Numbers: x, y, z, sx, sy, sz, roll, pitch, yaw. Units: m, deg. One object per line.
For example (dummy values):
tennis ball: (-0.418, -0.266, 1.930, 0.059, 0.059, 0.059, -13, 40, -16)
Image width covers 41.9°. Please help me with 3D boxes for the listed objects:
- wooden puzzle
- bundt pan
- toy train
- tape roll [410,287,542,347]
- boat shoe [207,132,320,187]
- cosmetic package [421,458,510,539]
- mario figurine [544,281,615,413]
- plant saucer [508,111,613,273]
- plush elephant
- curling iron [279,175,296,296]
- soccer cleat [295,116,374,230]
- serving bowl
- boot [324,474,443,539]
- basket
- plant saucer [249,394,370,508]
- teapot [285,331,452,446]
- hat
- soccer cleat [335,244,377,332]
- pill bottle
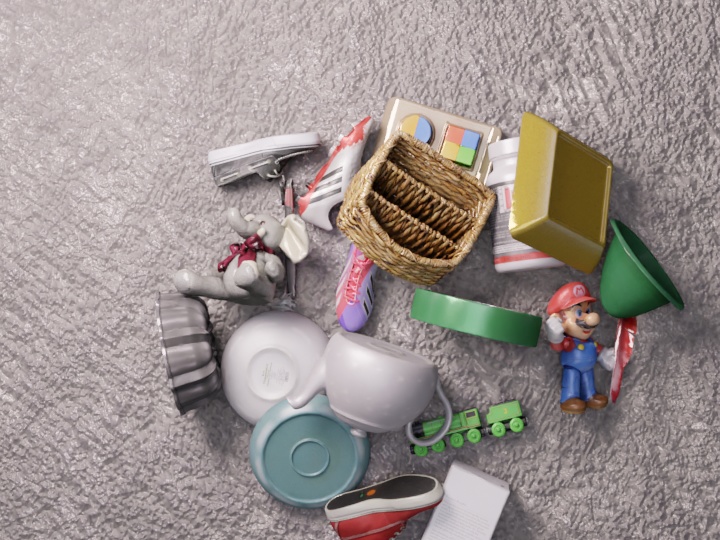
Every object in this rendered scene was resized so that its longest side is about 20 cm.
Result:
wooden puzzle: (0.112, -0.171, 1.532, 0.198, 0.046, 0.187, 17, 91, 8)
bundt pan: (-0.270, 0.125, 1.507, 0.075, 0.202, 0.204, -12, 87, -7)
toy train: (0.170, 0.253, 1.517, 0.198, 0.042, 0.057, -15, 77, 7)
tape roll: (0.177, 0.072, 1.439, 0.198, 0.200, 0.049, 13, 90, 8)
boat shoe: (-0.156, -0.183, 1.564, 0.198, 0.072, 0.072, -11, 95, 18)
cosmetic package: (0.155, 0.416, 1.497, 0.101, 0.071, 0.202, 23, 92, 9)
mario figurine: (0.347, 0.118, 1.459, 0.105, 0.123, 0.202, -7, 92, 20)
plant saucer: (0.316, -0.119, 1.422, 0.048, 0.199, 0.202, -10, 65, 50)
plush elephant: (-0.171, -0.029, 1.500, 0.163, 0.199, 0.157, -8, 72, 38)
curling iron: (-0.116, -0.057, 1.564, 0.025, 0.050, 0.203, -4, 94, -1)
soccer cleat: (-0.026, -0.158, 1.544, 0.085, 0.069, 0.201, 35, 94, -4)
serving bowl: (-0.140, 0.167, 1.546, 0.198, 0.066, 0.203, 0, 89, 7)
boot: (0.058, 0.411, 1.495, 0.198, 0.072, 0.145, -19, 102, 21)
basket: (0.082, -0.085, 1.427, 0.199, 0.149, 0.144, 33, 48, -15)
plant saucer: (-0.082, 0.299, 1.523, 0.198, 0.027, 0.203, -1, 105, -2)
teapot: (0.023, 0.190, 1.467, 0.199, 0.197, 0.148, 18, 93, 32)
hat: (0.379, 0.049, 1.445, 0.176, 0.201, 0.165, -41, 125, 21)
soccer cleat: (0.000, 0.000, 1.526, 0.066, 0.076, 0.202, 16, 89, 10)
pill bottle: (0.257, -0.102, 1.476, 0.114, 0.116, 0.202, -7, 88, 7)
